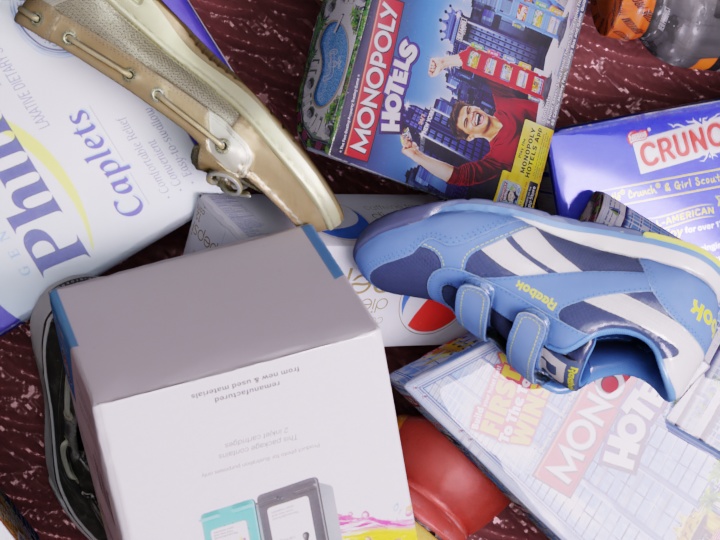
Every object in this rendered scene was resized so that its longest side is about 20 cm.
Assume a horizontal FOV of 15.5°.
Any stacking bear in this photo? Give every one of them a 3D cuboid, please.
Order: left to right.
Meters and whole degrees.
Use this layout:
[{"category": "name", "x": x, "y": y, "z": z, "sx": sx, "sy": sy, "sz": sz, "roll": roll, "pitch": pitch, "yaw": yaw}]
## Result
[{"category": "stacking bear", "x": 0.012, "y": 0.162, "z": 1.511, "sx": 0.114, "sy": 0.121, "sz": 0.200, "roll": 38, "pitch": 78, "yaw": 2}]

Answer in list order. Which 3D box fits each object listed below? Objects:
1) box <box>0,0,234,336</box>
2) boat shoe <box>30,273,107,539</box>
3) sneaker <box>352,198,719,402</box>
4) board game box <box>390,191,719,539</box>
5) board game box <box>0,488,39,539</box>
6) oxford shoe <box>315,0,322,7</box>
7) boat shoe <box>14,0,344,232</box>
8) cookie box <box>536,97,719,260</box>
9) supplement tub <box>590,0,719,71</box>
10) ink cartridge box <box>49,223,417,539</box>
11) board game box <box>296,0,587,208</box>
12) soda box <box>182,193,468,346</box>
[{"category": "box", "x": -0.175, "y": -0.086, "z": 1.467, "sx": 0.200, "sy": 0.105, "sz": 0.184, "roll": -33, "pitch": 97, "yaw": -6}, {"category": "boat shoe", "x": -0.138, "y": 0.096, "z": 1.457, "sx": 0.071, "sy": 0.064, "sz": 0.200, "roll": -22, "pitch": 133, "yaw": -12}, {"category": "sneaker", "x": 0.090, "y": 0.016, "z": 1.384, "sx": 0.200, "sy": 0.074, "sz": 0.082, "roll": 9, "pitch": 69, "yaw": 10}, {"category": "board game box", "x": 0.129, "y": 0.066, "z": 1.460, "sx": 0.200, "sy": 0.062, "sz": 0.200, "roll": 30, "pitch": 87, "yaw": -9}, {"category": "board game box", "x": -0.249, "y": 0.094, "z": 1.442, "sx": 0.046, "sy": 0.151, "sz": 0.200, "roll": -38, "pitch": 97, "yaw": -5}, {"category": "oxford shoe", "x": -0.006, "y": -0.190, "z": 1.502, "sx": 0.200, "sy": 0.075, "sz": 0.070, "roll": 44, "pitch": 83, "yaw": -10}, {"category": "boat shoe", "x": -0.092, "y": -0.085, "z": 1.394, "sx": 0.063, "sy": 0.073, "sz": 0.201, "roll": -45, "pitch": 97, "yaw": 1}, {"category": "cookie box", "x": 0.198, "y": 0.002, "z": 1.546, "sx": 0.171, "sy": 0.075, "sz": 0.200, "roll": -10, "pitch": 95, "yaw": -9}, {"category": "supplement tub", "x": 0.240, "y": -0.172, "z": 1.519, "sx": 0.200, "sy": 0.123, "sz": 0.123, "roll": 5, "pitch": 92, "yaw": -9}, {"category": "ink cartridge box", "x": -0.059, "y": 0.107, "z": 1.347, "sx": 0.146, "sy": 0.147, "sz": 0.200, "roll": -15, "pitch": 116, "yaw": -9}, {"category": "board game box", "x": 0.028, "y": -0.147, "z": 1.453, "sx": 0.200, "sy": 0.062, "sz": 0.200, "roll": 19, "pitch": 83, "yaw": -36}, {"category": "soda box", "x": 0.000, "y": 0.000, "z": 1.473, "sx": 0.200, "sy": 0.064, "sz": 0.068, "roll": -1, "pitch": 120, "yaw": -35}]
